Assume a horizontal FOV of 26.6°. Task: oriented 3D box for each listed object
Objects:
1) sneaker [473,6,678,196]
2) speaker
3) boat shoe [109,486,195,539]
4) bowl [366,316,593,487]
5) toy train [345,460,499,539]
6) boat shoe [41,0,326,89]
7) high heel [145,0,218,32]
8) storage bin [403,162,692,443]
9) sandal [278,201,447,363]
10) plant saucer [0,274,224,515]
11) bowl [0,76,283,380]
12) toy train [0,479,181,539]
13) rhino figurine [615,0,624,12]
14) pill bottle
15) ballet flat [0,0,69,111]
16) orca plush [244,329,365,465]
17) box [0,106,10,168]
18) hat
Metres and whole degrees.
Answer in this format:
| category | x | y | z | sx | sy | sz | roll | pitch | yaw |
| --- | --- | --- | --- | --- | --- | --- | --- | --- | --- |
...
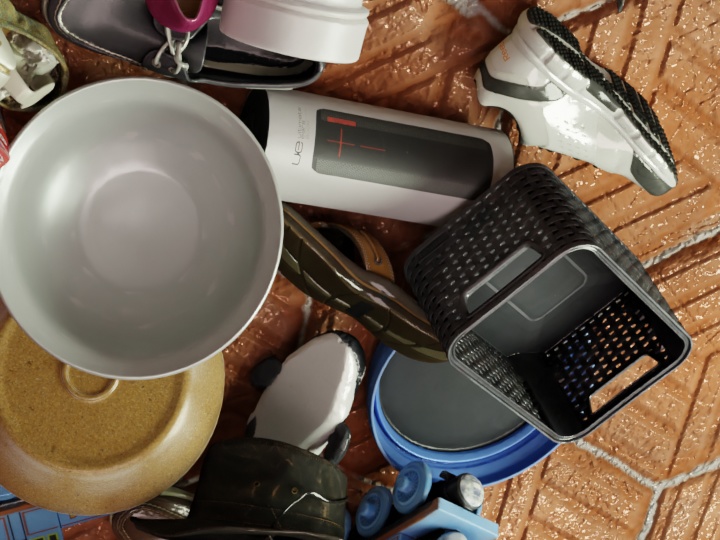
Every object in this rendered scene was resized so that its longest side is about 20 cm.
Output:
| category | x | y | z | sx | sy | sz | roll | pitch | yaw |
| --- | --- | --- | --- | --- | --- | --- | --- | --- | --- |
| sneaker | 0.166 | -0.117 | 1.163 | 0.199 | 0.074 | 0.080 | 37 | 119 | -28 |
| speaker | 0.008 | -0.081 | 1.118 | 0.198 | 0.081 | 0.082 | 9 | 118 | -22 |
| boat shoe | -0.125 | 0.250 | 1.281 | 0.075 | 0.075 | 0.202 | -45 | 123 | 12 |
| bowl | 0.098 | 0.093 | 1.279 | 0.199 | 0.039 | 0.202 | -8 | 123 | -13 |
| toy train | 0.031 | 0.242 | 1.279 | 0.086 | 0.115 | 0.200 | 27 | 136 | -30 |
| boat shoe | -0.115 | -0.164 | 1.036 | 0.198 | 0.063 | 0.073 | 7 | 118 | -21 |
| high heel | -0.117 | -0.251 | 0.945 | 0.067 | 0.096 | 0.202 | 0 | 106 | -17 |
| storage bin | 0.143 | 0.029 | 1.145 | 0.135 | 0.094 | 0.200 | -39 | 136 | 14 |
| sandal | 0.000 | 0.000 | 1.167 | 0.199 | 0.082 | 0.055 | 33 | 67 | -14 |
| plant saucer | -0.195 | 0.074 | 1.100 | 0.198 | 0.035 | 0.202 | 2 | 79 | -10 |
| bowl | -0.154 | -0.029 | 1.053 | 0.199 | 0.090 | 0.203 | 0 | 91 | -7 |
| toy train | -0.223 | 0.146 | 1.175 | 0.198 | 0.087 | 0.115 | -14 | 132 | -14 |
| rhino figurine | 0.158 | -0.248 | 1.073 | 0.199 | 0.060 | 0.087 | 29 | 128 | -31 |
| pill bottle | -0.026 | -0.242 | 0.966 | 0.113 | 0.114 | 0.202 | 6 | 107 | -21 |
| ballet flat | -0.232 | -0.134 | 0.945 | 0.070 | 0.200 | 0.072 | 0 | 89 | 10 |
| orca plush | -0.042 | 0.135 | 1.240 | 0.071 | 0.105 | 0.202 | -3 | 113 | -58 |
| box | -0.337 | -0.065 | 1.004 | 0.199 | 0.100 | 0.096 | -37 | 124 | 6 |
| hat | -0.070 | 0.169 | 1.145 | 0.199 | 0.200 | 0.082 | 11 | 78 | -23 |
